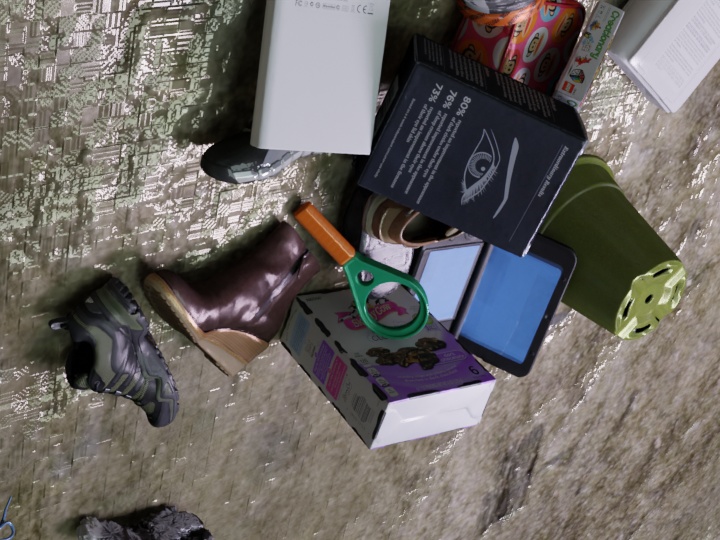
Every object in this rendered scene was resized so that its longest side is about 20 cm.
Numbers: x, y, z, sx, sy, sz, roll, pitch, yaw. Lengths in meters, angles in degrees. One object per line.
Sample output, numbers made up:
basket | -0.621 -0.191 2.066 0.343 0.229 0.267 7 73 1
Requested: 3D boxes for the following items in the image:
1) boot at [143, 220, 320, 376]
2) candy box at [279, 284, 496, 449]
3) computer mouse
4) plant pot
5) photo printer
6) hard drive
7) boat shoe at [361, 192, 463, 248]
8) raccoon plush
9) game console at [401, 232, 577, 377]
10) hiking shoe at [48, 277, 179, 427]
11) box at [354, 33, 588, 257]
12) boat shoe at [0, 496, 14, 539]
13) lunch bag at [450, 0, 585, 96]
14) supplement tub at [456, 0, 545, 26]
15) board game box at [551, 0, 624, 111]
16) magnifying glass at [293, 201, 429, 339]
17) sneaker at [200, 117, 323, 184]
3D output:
boot | -0.137 0.008 1.524 0.167 0.072 0.200 -52 142 -11
candy box | 0.030 0.105 1.638 0.167 0.200 0.072 -8 130 -38
computer mouse | 0.024 -0.066 1.608 0.138 0.053 0.202 -11 120 -38
plant pot | 0.312 -0.012 1.805 0.199 0.190 0.201 -25 139 -24
photo printer | 0.398 -0.310 1.713 0.201 0.069 0.166 -52 142 7
hard drive | -0.035 -0.217 1.365 0.131 0.026 0.202 0 104 -34
boat shoe | 0.095 -0.064 1.581 0.199 0.072 0.076 -19 125 -34
raccoon plush | -0.270 0.355 1.712 0.199 0.097 0.134 23 124 -20
game console | 0.147 0.038 1.756 0.175 0.116 0.201 -7 128 -39
hiking shoe | -0.260 0.099 1.481 0.100 0.076 0.201 -26 130 -10
box | 0.113 -0.129 1.458 0.198 0.105 0.149 24 114 -10
boat shoe | -0.409 0.289 1.504 0.084 0.069 0.202 -15 133 -33
lunch bag | 0.171 -0.223 1.565 0.175 0.082 0.201 -7 128 -50
supplement tub | 0.133 -0.351 1.388 0.122 0.123 0.201 -31 139 -18
board game box | 0.239 -0.199 1.593 0.200 0.034 0.127 101 15 -68
magnifying glass | 0.000 0.000 1.577 0.079 0.022 0.200 -36 112 22
sneaker | -0.079 -0.167 1.409 0.199 0.075 0.116 -25 133 -38
